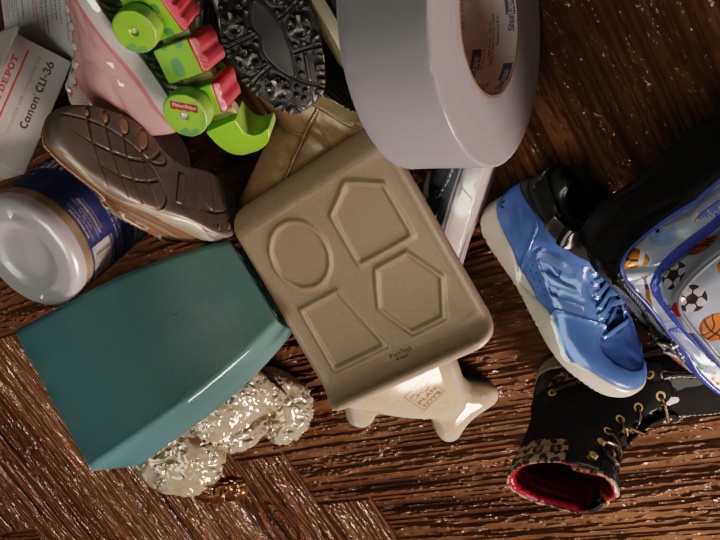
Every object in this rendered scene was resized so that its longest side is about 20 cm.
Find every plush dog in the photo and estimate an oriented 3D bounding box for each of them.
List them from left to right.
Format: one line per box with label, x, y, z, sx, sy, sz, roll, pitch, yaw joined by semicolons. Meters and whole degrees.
plush dog;-0.168;0.159;1.113;0.200;0.160;0.172;33;93;1

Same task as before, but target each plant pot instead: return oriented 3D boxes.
plant pot;-0.172;0.068;0.972;0.200;0.141;0.141;-32;80;0

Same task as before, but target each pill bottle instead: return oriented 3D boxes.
pill bottle;-0.247;-0.066;0.986;0.111;0.200;0.111;16;129;20

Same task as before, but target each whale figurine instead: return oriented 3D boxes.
whale figurine;0.042;0.085;1.026;0.200;0.104;0.159;35;105;-29

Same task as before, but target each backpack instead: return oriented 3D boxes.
backpack;0.280;-0.003;0.757;0.200;0.154;0.191;-37;123;12

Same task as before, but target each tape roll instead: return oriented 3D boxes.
tape roll;0.060;-0.171;0.731;0.066;0.200;0.201;1;125;29

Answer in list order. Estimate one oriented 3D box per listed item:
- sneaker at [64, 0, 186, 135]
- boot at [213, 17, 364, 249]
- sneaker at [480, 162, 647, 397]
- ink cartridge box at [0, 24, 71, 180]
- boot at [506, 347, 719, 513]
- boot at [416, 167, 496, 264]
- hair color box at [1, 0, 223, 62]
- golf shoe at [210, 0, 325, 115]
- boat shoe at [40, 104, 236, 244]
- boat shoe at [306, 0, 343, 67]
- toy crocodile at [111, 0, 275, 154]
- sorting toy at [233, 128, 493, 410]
sneaker;-0.218;-0.192;0.873;0.104;0.075;0.200;-11;124;29
boot;-0.081;-0.105;0.943;0.175;0.066;0.200;36;132;9
sneaker;0.192;0.005;0.863;0.200;0.077;0.111;57;138;5
ink cartridge box;-0.333;-0.148;0.975;0.067;0.117;0.200;24;169;-29
boot;0.228;0.136;0.910;0.200;0.151;0.073;0;124;30
boot;0.053;-0.052;0.895;0.090;0.073;0.200;22;113;13
hair color box;-0.221;-0.232;0.940;0.200;0.061;0.102;22;133;14
golf shoe;-0.082;-0.218;0.842;0.078;0.094;0.200;-28;94;14
boat shoe;-0.194;-0.071;0.903;0.072;0.076;0.200;-17;145;34
boat shoe;-0.039;-0.259;0.817;0.063;0.074;0.202;-32;99;-2
toy crocodile;-0.138;-0.176;0.838;0.062;0.068;0.200;-14;120;29
sorting toy;0.000;0.000;0.896;0.185;0.036;0.200;-29;88;35
